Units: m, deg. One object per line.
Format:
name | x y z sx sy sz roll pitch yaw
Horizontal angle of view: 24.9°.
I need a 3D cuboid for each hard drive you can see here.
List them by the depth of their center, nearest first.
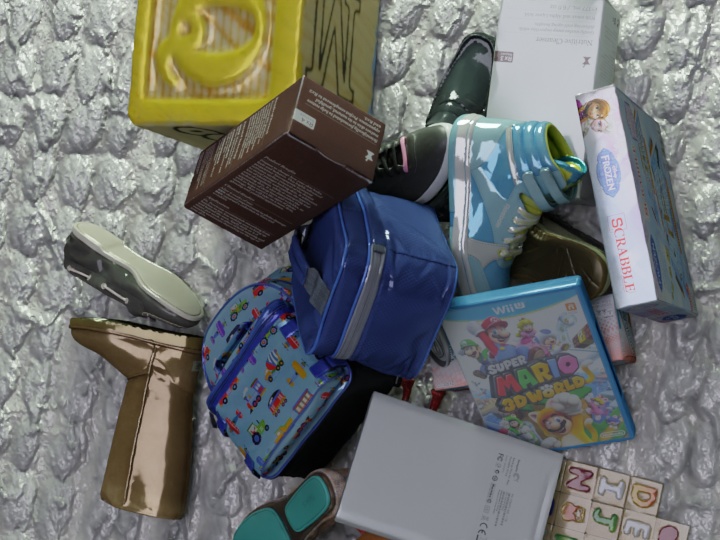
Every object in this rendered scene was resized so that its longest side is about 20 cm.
hard drive | 0.088 0.212 1.601 0.199 0.026 0.132 18 71 -2

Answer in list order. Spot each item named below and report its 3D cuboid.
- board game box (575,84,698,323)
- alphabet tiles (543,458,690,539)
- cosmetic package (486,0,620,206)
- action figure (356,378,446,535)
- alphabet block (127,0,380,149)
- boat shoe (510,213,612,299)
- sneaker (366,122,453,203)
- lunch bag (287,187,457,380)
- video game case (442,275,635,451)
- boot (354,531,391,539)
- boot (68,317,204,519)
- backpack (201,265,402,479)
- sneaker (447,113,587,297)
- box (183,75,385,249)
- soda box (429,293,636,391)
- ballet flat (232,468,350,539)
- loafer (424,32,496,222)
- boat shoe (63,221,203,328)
board game box | 0.262 -0.057 1.535 0.041 0.199 0.201 -13 79 20
alphabet tiles | 0.220 0.277 1.621 0.199 0.006 0.167 12 89 22
cosmetic package | 0.190 -0.170 1.638 0.112 0.081 0.201 5 86 22
action figure | 0.033 0.213 1.682 0.065 0.052 0.201 16 93 18
alphabet block | -0.106 -0.227 1.699 0.194 0.200 0.198 1 85 21
boat shoe | 0.182 -0.020 1.632 0.201 0.066 0.072 29 105 44
sneaker | 0.011 -0.101 1.646 0.200 0.099 0.071 -28 58 50
lunch bag | 0.000 0.000 1.584 0.132 0.200 0.136 15 113 -16
video game case | 0.172 0.097 1.580 0.142 0.018 0.201 -11 125 21
boot | 0.028 0.263 1.620 0.199 0.077 0.156 23 92 -15
boot | -0.259 0.158 1.794 0.174 0.066 0.201 10 90 23
backpack | -0.083 0.094 1.684 0.183 0.134 0.200 -50 60 23
sneaker | 0.155 -0.051 1.566 0.130 0.079 0.201 0 101 25
box | -0.076 -0.100 1.570 0.200 0.100 0.075 -26 42 51
soda box | 0.170 0.074 1.631 0.199 0.064 0.069 -11 81 20
ballet flat | -0.058 0.257 1.693 0.200 0.067 0.068 -37 71 46
loafer | 0.101 -0.148 1.678 0.068 0.070 0.202 16 90 22
boat shoe | -0.253 0.018 1.810 0.200 0.067 0.057 35 114 26
